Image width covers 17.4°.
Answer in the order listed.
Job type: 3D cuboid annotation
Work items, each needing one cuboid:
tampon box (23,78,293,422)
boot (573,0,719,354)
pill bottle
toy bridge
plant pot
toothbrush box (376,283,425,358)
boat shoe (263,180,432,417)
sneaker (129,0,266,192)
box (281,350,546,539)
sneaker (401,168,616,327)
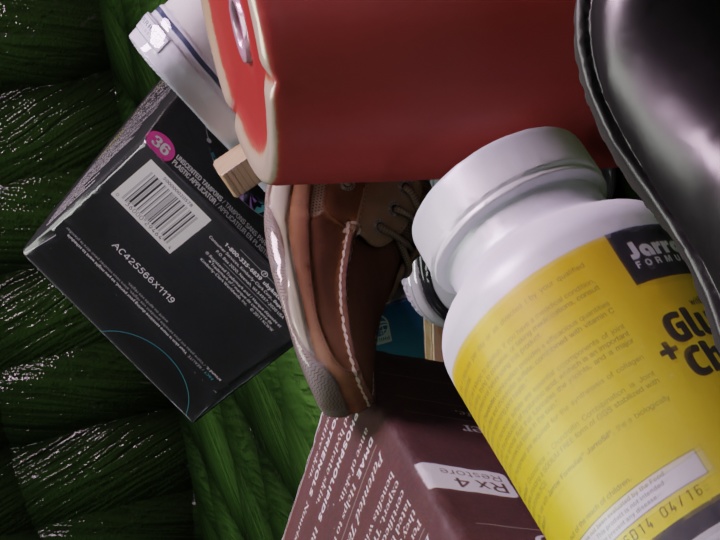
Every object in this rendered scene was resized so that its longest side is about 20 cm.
[{"bbox_3d":[-0.077,-0.043,1.413,0.150,0.126,0.200,45,-143,-11],"label":"tampon box"},{"bbox_3d":[0.142,-0.037,0.765,0.158,0.079,0.212,100,145,-80],"label":"boot"},{"bbox_3d":[0.101,0.044,0.922,0.200,0.112,0.112,59,162,26],"label":"pill bottle"},{"bbox_3d":[0.000,0.000,1.248,0.200,0.067,0.027,57,180,-24],"label":"toy bridge"},{"bbox_3d":[0.028,-0.123,1.005,0.200,0.177,0.201,166,90,-80],"label":"plant pot"},{"bbox_3d":[0.034,0.095,1.479,0.146,0.085,0.201,-145,44,-72],"label":"toothbrush box"},{"bbox_3d":[-0.002,-0.027,1.069,0.076,0.071,0.201,68,-165,-55],"label":"boat shoe"},{"bbox_3d":[-0.039,-0.084,1.261,0.200,0.071,0.073,46,-174,-46],"label":"sneaker"},{"bbox_3d":[0.067,0.159,1.050,0.200,0.165,0.165,-125,50,-62],"label":"box"},{"bbox_3d":[0.071,-0.072,1.135,0.115,0.075,0.201,-3,85,63],"label":"sneaker"}]
